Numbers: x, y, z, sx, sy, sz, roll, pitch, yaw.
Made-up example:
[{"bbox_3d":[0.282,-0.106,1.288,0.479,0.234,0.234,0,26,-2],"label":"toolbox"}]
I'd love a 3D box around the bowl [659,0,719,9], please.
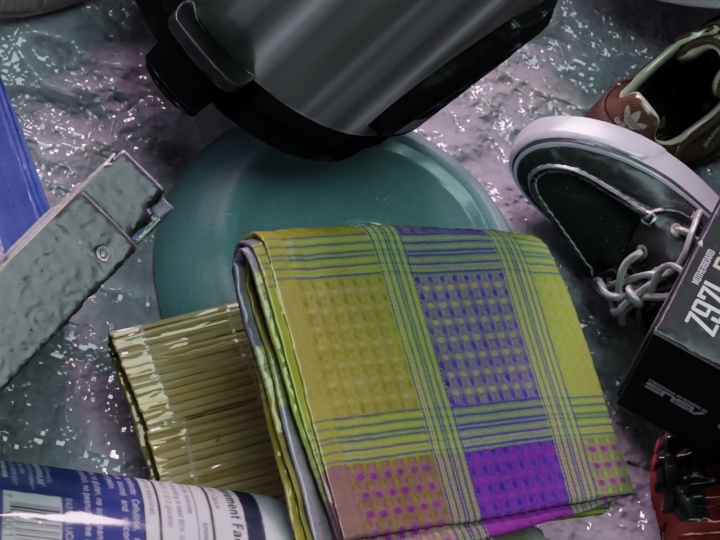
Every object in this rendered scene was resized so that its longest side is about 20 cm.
[{"bbox_3d":[0.194,-0.197,1.083,0.199,0.201,0.095,-3,109,-23],"label":"bowl"}]

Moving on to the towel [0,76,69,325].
[{"bbox_3d":[-0.237,-0.023,0.885,0.198,0.024,0.146,-12,68,-26],"label":"towel"}]

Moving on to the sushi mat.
[{"bbox_3d":[-0.009,0.051,0.901,0.198,0.012,0.097,-13,80,-21],"label":"sushi mat"}]

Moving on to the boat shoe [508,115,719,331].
[{"bbox_3d":[0.154,0.001,0.996,0.199,0.074,0.068,39,45,-7],"label":"boat shoe"}]

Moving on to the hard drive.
[{"bbox_3d":[-0.166,0.044,0.793,0.038,0.140,0.200,45,65,-6],"label":"hard drive"}]

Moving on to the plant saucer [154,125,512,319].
[{"bbox_3d":[0.000,0.000,0.959,0.198,0.036,0.202,9,62,-17],"label":"plant saucer"}]

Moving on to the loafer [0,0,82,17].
[{"bbox_3d":[-0.143,-0.177,0.984,0.199,0.072,0.063,-18,53,-35],"label":"loafer"}]

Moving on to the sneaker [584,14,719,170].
[{"bbox_3d":[0.196,-0.101,1.065,0.199,0.076,0.071,-37,81,-32],"label":"sneaker"}]

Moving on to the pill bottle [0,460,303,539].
[{"bbox_3d":[-0.084,0.142,0.807,0.198,0.111,0.112,10,61,-17],"label":"pill bottle"}]

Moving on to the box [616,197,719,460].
[{"bbox_3d":[0.236,0.005,0.910,0.163,0.086,0.201,27,66,7],"label":"box"}]

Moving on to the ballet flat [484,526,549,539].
[{"bbox_3d":[0.080,0.159,0.897,0.200,0.069,0.069,48,57,3],"label":"ballet flat"}]

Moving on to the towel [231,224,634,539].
[{"bbox_3d":[0.032,0.049,0.857,0.199,0.023,0.145,-4,71,-45],"label":"towel"}]

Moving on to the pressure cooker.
[{"bbox_3d":[-0.013,-0.153,0.922,0.175,0.200,0.180,18,44,-43],"label":"pressure cooker"}]

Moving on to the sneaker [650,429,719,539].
[{"bbox_3d":[0.176,0.147,0.932,0.070,0.099,0.201,-4,38,3],"label":"sneaker"}]
